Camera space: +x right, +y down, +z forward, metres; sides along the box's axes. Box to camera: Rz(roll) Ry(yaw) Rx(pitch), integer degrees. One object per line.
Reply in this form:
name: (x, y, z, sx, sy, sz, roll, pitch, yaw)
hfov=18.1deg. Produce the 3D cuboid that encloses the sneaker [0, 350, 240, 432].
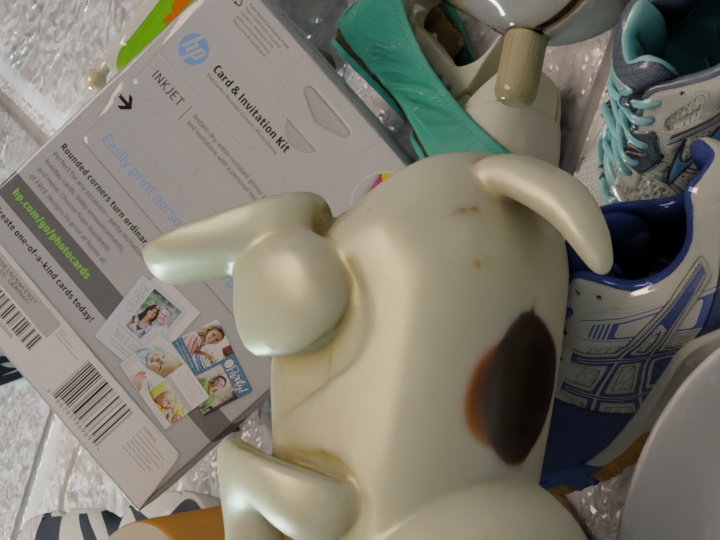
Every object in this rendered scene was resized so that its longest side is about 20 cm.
sneaker: (-0.120, 0.046, 1.157, 0.130, 0.199, 0.079, 60, 159, -13)

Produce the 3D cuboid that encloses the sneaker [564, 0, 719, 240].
sneaker: (0.123, -0.074, 0.893, 0.200, 0.086, 0.078, -50, 45, 39)

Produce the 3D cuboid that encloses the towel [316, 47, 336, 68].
towel: (-0.117, -0.051, 1.177, 0.146, 0.200, 0.022, -9, 115, 55)

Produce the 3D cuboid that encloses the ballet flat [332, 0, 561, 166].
ballet flat: (0.051, -0.078, 1.027, 0.071, 0.067, 0.200, -51, 45, 18)

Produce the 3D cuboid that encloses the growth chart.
growth chart: (-0.096, -0.130, 1.229, 0.145, 0.018, 0.200, -54, 22, 2)

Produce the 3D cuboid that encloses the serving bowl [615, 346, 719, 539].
serving bowl: (0.176, 0.118, 0.795, 0.200, 0.065, 0.202, -18, 69, 54)

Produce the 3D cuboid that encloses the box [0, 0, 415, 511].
box: (-0.077, -0.014, 1.037, 0.200, 0.041, 0.156, -43, 87, 11)

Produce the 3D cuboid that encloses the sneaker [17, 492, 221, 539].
sneaker: (-0.131, 0.198, 1.211, 0.198, 0.079, 0.131, -15, 62, 44)

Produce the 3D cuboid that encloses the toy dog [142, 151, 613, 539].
toy dog: (0.033, 0.068, 0.848, 0.193, 0.139, 0.202, -18, 78, 29)

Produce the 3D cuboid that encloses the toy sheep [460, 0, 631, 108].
toy sheep: (0.086, -0.163, 0.931, 0.138, 0.137, 0.201, -8, 59, 55)

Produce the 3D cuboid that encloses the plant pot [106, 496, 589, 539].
plant pot: (-0.020, 0.176, 0.971, 0.200, 0.182, 0.202, -16, 71, 54)

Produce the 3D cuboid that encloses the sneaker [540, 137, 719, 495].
sneaker: (0.104, 0.015, 0.888, 0.200, 0.088, 0.076, -42, 21, 38)
